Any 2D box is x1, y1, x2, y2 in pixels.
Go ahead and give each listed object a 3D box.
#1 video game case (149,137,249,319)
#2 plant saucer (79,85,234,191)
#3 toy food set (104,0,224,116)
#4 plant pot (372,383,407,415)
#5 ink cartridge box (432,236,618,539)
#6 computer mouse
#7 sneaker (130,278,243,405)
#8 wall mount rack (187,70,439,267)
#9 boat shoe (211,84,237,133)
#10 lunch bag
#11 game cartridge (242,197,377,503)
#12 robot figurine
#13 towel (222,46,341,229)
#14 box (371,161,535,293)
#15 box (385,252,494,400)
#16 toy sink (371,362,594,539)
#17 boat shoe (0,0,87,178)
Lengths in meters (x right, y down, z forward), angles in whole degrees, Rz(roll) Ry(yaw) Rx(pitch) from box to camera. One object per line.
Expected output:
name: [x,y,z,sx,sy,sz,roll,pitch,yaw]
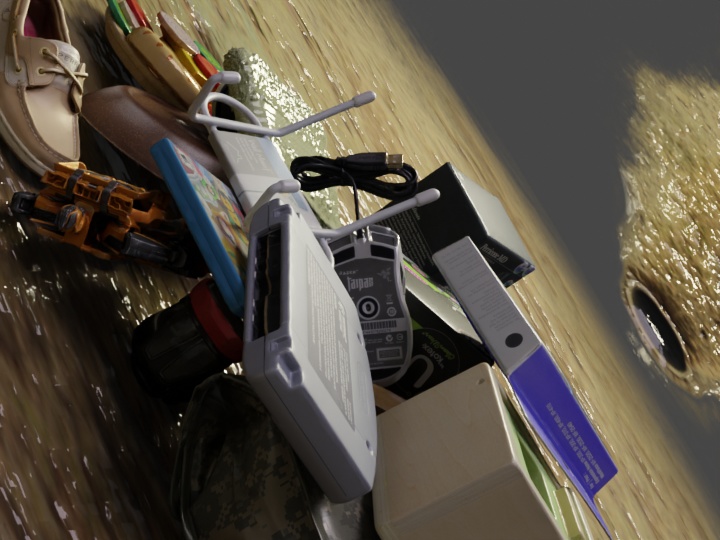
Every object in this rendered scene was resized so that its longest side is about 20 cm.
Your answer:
video game case: [-0.078,-0.006,0.842,0.144,0.018,0.200,60,8,24]
plant saucer: [-0.159,-0.112,1.007,0.200,0.037,0.200,34,9,-6]
toy food set: [-0.188,-0.207,1.152,0.200,0.049,0.198,36,16,-52]
plant pot: [0.029,0.151,0.937,0.200,0.200,0.028,49,63,-20]
ink cartridge box: [0.147,0.095,0.920,0.198,0.043,0.200,52,8,-42]
computer mouse: [0.000,0.000,0.948,0.044,0.109,0.201,113,-27,-83]
sneaker: [-0.128,0.054,0.856,0.071,0.098,0.200,56,-6,-1]
wall mount rack: [-0.040,-0.088,0.897,0.173,0.075,0.201,2,50,-46]
boat shoe: [-0.092,-0.109,1.123,0.063,0.074,0.202,27,-31,35]
lunch bag: [-0.044,0.170,0.788,0.164,0.117,0.201,24,40,-64]
game cartridge: [-0.032,0.053,0.748,0.133,0.041,0.200,56,15,-29]
robot figurine: [-0.170,-0.037,0.846,0.144,0.059,0.200,20,1,16]
towel: [-0.066,-0.112,1.046,0.200,0.036,0.149,38,37,-64]
box: [0.072,-0.007,1.271,0.148,0.200,0.107,25,34,-57]
box: [0.038,0.072,1.071,0.148,0.125,0.200,39,9,2]
toy sink: [0.101,0.190,0.796,0.201,0.112,0.131,59,11,-22]
boat shoe: [-0.257,-0.161,0.900,0.074,0.069,0.201,29,31,-54]
